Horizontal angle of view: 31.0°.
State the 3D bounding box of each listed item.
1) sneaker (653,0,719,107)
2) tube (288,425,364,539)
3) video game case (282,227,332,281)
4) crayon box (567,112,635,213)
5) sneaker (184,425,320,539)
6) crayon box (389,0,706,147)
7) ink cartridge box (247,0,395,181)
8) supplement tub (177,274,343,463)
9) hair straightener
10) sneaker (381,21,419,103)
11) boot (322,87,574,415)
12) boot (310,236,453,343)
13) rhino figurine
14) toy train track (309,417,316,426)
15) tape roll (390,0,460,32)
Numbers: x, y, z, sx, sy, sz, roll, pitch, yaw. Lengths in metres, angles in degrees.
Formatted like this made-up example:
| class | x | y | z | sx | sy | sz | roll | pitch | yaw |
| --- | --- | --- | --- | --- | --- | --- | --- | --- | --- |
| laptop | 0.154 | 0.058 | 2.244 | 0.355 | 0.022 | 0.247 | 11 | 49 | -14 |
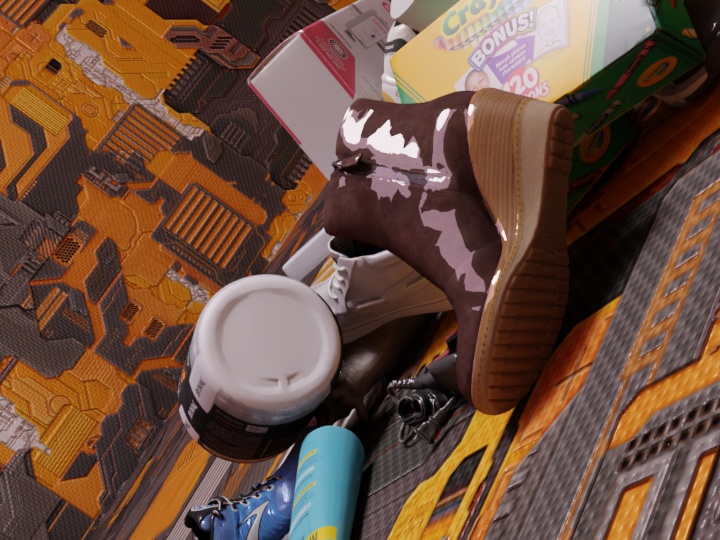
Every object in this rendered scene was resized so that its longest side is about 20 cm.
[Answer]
| class | x | y | z | sx | sy | sz | roll | pitch | yaw |
| --- | --- | --- | --- | --- | --- | --- | --- | --- | --- |
| sneaker | 0.186 | -0.172 | 0.891 | 0.075 | 0.115 | 0.200 | -54 | 7 | 0 |
| tube | -0.028 | 0.185 | 0.928 | 0.200 | 0.050 | 0.078 | -82 | 15 | -65 |
| video game case | 0.029 | -0.083 | 1.202 | 0.200 | 0.023 | 0.182 | -42 | 2 | 29 |
| crayon box | 0.144 | -0.102 | 1.001 | 0.119 | 0.058 | 0.200 | -52 | 8 | 20 |
| sneaker | -0.088 | 0.201 | 1.037 | 0.200 | 0.089 | 0.079 | -56 | 7 | -27 |
| crayon box | 0.117 | -0.141 | 0.862 | 0.200 | 0.058 | 0.119 | -35 | 56 | 35 |
| ink cartridge box | 0.003 | -0.174 | 1.243 | 0.083 | 0.147 | 0.200 | -39 | 3 | 31 |
| supplement tub | -0.091 | 0.093 | 1.111 | 0.123 | 0.122 | 0.200 | -58 | -1 | -27 |
| hair straightener | 0.048 | 0.082 | 0.901 | 0.077 | 0.041 | 0.200 | -57 | 8 | -20 |
| sneaker | 0.118 | -0.190 | 1.143 | 0.076 | 0.199 | 0.088 | -130 | 35 | -68 |
| boot | 0.047 | -0.016 | 0.817 | 0.166 | 0.072 | 0.201 | 4 | 80 | 39 |
| boot | 0.000 | 0.000 | 1.091 | 0.200 | 0.096 | 0.074 | -19 | 44 | 35 |
| rhino figurine | 0.008 | 0.066 | 1.157 | 0.200 | 0.060 | 0.087 | -60 | 19 | -20 |
| toy train track | -0.013 | 0.097 | 1.282 | 0.200 | 0.033 | 0.115 | -51 | -1 | -20 |
| tape roll | 0.098 | -0.268 | 0.988 | 0.203 | 0.071 | 0.203 | -62 | 12 | 24 |
